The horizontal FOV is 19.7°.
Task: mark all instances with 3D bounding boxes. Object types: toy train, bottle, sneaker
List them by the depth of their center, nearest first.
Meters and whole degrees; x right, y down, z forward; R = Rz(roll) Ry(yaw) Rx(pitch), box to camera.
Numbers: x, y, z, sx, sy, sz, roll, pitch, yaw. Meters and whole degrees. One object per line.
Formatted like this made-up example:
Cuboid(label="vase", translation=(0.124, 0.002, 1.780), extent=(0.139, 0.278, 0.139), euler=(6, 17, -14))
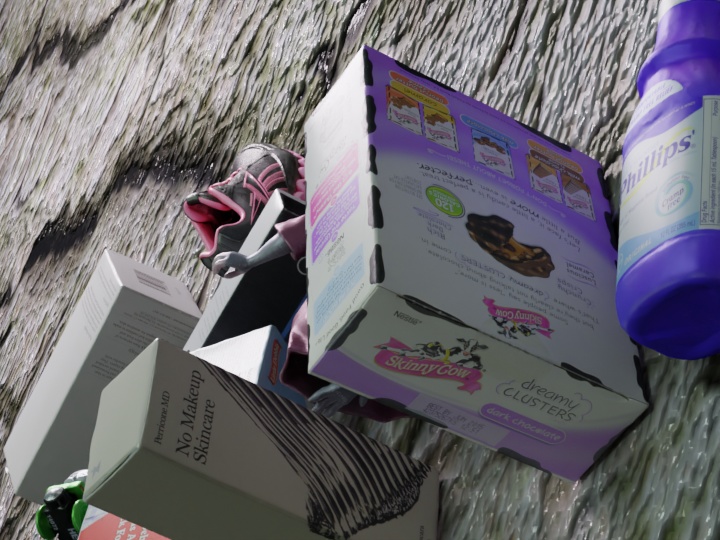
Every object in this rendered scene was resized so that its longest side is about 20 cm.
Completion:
Cuboid(label="bottle", translation=(0.169, -0.056, 1.039), extent=(0.083, 0.065, 0.201), euler=(-41, 33, 48))
Cuboid(label="toy train", translation=(-0.148, 0.213, 1.342), extent=(0.041, 0.201, 0.057), euler=(-12, 27, 28))
Cuboid(label="sneaker", translation=(-0.090, -0.048, 1.585), extent=(0.079, 0.095, 0.200), euler=(-57, 22, 23))

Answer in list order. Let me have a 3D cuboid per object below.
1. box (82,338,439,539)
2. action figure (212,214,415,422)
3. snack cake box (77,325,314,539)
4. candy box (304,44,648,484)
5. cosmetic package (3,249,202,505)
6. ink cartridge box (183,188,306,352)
Cuboid(label="box", translation=(-0.053, 0.122, 1.183), extent=(0.068, 0.199, 0.083), euler=(-41, 33, 40))
Cuboid(label="action figure", translation=(0.000, 0.000, 1.278), extent=(0.149, 0.133, 0.201), euler=(-51, 29, 29))
Cuboid(label="snack cake box", translation=(-0.102, 0.135, 1.298), extent=(0.114, 0.067, 0.201), euler=(-18, 33, 23))
Cuboid(label="candy box", translation=(0.056, -0.005, 1.108), extent=(0.072, 0.167, 0.201), euler=(-50, 26, 33))
Cuboid(label="cosmetic package", translation=(-0.217, 0.097, 1.737), extent=(0.201, 0.084, 0.108), euler=(-62, 22, 11))
Cuboid(label="ink cartridge box", translation=(-0.062, 0.052, 1.410), extent=(0.201, 0.099, 0.039), euler=(-59, 21, 18))
